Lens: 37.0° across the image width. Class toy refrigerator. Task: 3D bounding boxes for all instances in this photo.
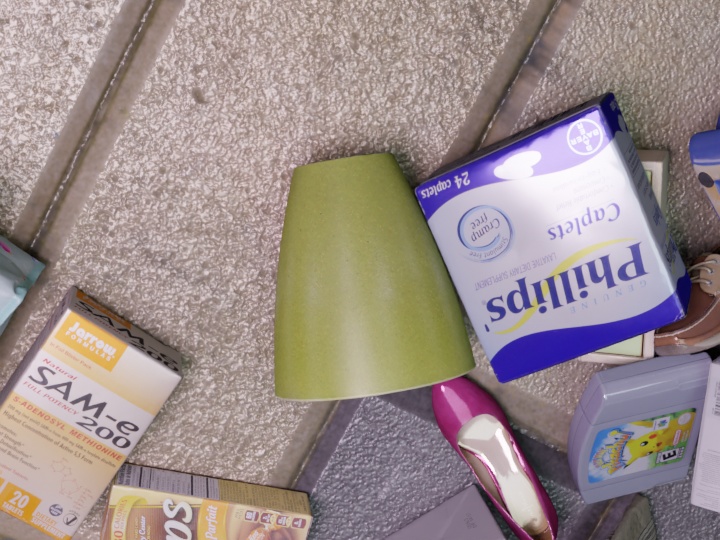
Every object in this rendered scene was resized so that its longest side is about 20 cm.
[{"bbox_3d":[0.255,-0.012,1.049,0.075,0.070,0.202,5,107,20],"label":"toy refrigerator"}]

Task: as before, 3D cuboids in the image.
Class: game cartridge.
[{"bbox_3d":[0.275,0.164,1.084,0.132,0.041,0.201,-10,137,-4],"label":"game cartridge"}]

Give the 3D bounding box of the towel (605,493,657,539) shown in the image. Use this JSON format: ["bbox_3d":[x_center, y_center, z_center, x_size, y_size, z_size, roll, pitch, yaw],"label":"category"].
[{"bbox_3d":[0.275,0.367,1.131,0.200,0.034,0.194,-35,112,-46],"label":"towel"}]

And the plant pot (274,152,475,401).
[{"bbox_3d":[0.000,0.000,0.979,0.185,0.187,0.202,-8,92,-8],"label":"plant pot"}]

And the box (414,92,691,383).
[{"bbox_3d":[0.177,-0.029,0.977,0.183,0.105,0.202,-23,97,22],"label":"box"}]

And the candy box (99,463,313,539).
[{"bbox_3d":[-0.158,0.269,1.073,0.198,0.055,0.117,12,103,-13],"label":"candy box"}]

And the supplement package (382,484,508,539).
[{"bbox_3d":[0.127,0.352,1.111,0.119,0.121,0.201,-31,107,0],"label":"supplement package"}]

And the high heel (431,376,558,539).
[{"bbox_3d":[0.136,0.194,1.083,0.067,0.096,0.201,-28,108,-1],"label":"high heel"}]

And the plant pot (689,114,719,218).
[{"bbox_3d":[0.429,-0.091,0.970,0.180,0.199,0.201,-40,108,-23],"label":"plant pot"}]

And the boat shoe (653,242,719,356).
[{"bbox_3d":[0.340,0.020,1.056,0.199,0.075,0.072,-33,103,-42],"label":"boat shoe"}]

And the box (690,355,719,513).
[{"bbox_3d":[0.386,0.139,1.079,0.199,0.036,0.146,-16,114,-52],"label":"box"}]

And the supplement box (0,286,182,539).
[{"bbox_3d":[-0.272,0.136,1.007,0.125,0.074,0.201,33,97,-17],"label":"supplement box"}]

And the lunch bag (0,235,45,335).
[{"bbox_3d":[-0.404,0.037,0.933,0.170,0.122,0.200,38,100,-15],"label":"lunch bag"}]
